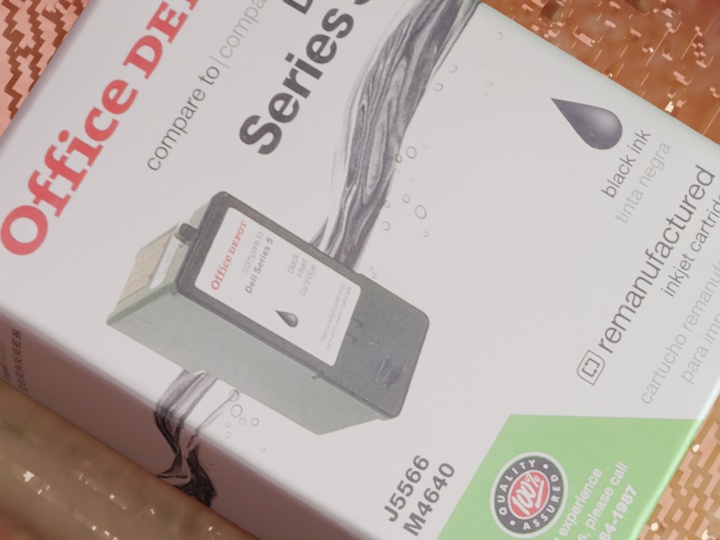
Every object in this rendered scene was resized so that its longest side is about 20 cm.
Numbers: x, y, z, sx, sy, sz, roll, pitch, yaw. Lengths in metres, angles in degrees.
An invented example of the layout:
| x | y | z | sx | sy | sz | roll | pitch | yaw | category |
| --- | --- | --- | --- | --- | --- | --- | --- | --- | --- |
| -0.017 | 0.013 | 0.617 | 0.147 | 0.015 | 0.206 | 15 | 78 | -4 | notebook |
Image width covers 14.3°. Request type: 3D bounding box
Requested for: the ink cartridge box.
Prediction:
| x | y | z | sx | sy | sz | roll | pitch | yaw | category |
| --- | --- | --- | --- | --- | --- | --- | --- | --- | --- |
| 0.000 | 0.000 | 0.786 | 0.199 | 0.084 | 0.146 | 31 | 76 | 3 | ink cartridge box |
